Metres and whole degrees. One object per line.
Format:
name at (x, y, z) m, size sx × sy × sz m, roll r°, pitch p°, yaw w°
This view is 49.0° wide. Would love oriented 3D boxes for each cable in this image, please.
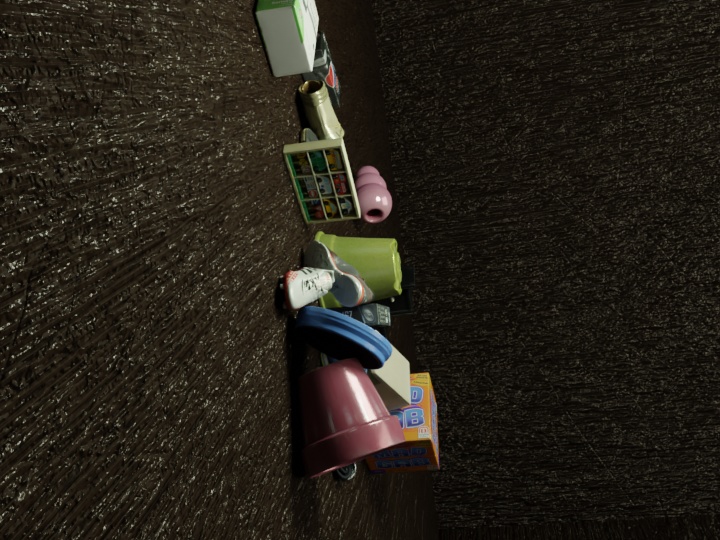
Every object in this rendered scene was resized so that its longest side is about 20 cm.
cable at (-0.030, 0.384, 1.826) m, size 0.200 × 0.050 × 0.165 m, roll -78°, pitch 158°, yaw -67°

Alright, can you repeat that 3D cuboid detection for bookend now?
bookend at (0.059, 0.108, 2.104) m, size 0.092 × 0.196 × 0.202 m, roll -85°, pitch 167°, yaw -58°

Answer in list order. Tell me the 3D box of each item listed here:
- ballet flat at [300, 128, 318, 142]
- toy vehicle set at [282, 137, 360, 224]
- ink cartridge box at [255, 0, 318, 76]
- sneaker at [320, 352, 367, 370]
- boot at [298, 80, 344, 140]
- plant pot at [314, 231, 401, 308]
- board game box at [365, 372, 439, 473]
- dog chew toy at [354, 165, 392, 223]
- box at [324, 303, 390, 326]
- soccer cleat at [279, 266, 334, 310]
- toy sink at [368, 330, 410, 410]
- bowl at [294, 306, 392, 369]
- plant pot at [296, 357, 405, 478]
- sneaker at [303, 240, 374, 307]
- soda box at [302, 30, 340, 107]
ballet flat at (-0.108, -0.219, 1.787) m, size 0.066 × 0.056 × 0.203 m, roll -22°, pitch 103°, yaw -52°
toy vehicle set at (-0.078, -0.184, 1.658) m, size 0.201 × 0.123 × 0.027 m, roll 74°, pitch 13°, yaw -45°
ink cartridge box at (-0.144, -0.510, 1.581) m, size 0.146 × 0.083 × 0.202 m, roll 74°, pitch 13°, yaw -47°
sneaker at (-0.016, 0.245, 1.779) m, size 0.201 × 0.081 × 0.074 m, roll 62°, pitch 12°, yaw -20°
boot at (-0.095, -0.372, 1.851) m, size 0.201 × 0.072 × 0.157 m, roll -99°, pitch 170°, yaw -64°
plant pot at (0.000, 0.000, 1.847) m, size 0.200 × 0.182 × 0.203 m, roll -6°, pitch 90°, yaw -80°
board game box at (0.109, 0.429, 2.206) m, size 0.201 × 0.197 × 0.202 m, roll 71°, pitch 16°, yaw -52°
dog chew toy at (0.029, -0.242, 2.427) m, size 0.125 × 0.123 × 0.202 m, roll 73°, pitch 6°, yaw -51°
box at (-0.025, 0.104, 1.699) m, size 0.200 × 0.158 × 0.044 m, roll 30°, pitch 55°, yaw -80°
soccer cleat at (-0.099, 0.029, 1.508) m, size 0.200 × 0.084 × 0.070 m, roll -47°, pitch 131°, yaw -79°
toy sink at (0.038, 0.268, 2.076) m, size 0.200 × 0.111 × 0.132 m, roll 46°, pitch 34°, yaw -45°
bowl at (-0.036, 0.134, 1.523) m, size 0.201 × 0.198 × 0.040 m, roll 67°, pitch 43°, yaw -62°
plant pot at (-0.034, 0.271, 1.492) m, size 0.200 × 0.198 × 0.181 m, roll 48°, pitch 22°, yaw -75°
sneaker at (-0.045, 0.013, 1.639) m, size 0.081 × 0.077 × 0.200 m, roll 11°, pitch 28°, yaw -48°
soda box at (-0.099, -0.474, 1.883) m, size 0.201 × 0.070 × 0.064 m, roll 68°, pitch 22°, yaw -60°
